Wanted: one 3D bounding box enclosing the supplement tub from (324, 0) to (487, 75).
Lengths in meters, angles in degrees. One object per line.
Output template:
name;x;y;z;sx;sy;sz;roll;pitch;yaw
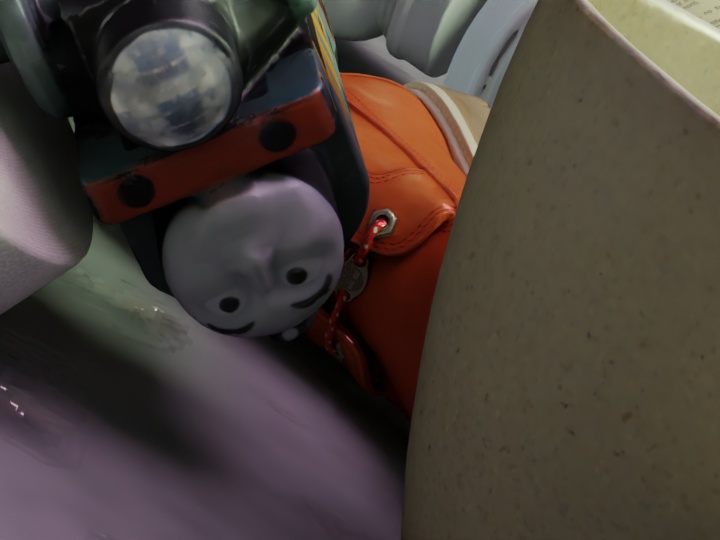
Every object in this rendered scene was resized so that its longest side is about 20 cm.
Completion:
supplement tub;-0.016;-0.187;1.167;0.199;0.145;0.145;36;13;10

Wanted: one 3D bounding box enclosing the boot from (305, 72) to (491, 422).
boot;0.000;0.000;0.764;0.107;0.075;0.200;14;20;-24

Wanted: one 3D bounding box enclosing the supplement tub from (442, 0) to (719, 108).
supplement tub;0.127;-0.016;0.927;0.145;0.145;0.200;21;18;-43

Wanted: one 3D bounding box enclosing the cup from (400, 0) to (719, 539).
cup;0.088;0.049;0.609;0.199;0.144;0.200;31;13;-8

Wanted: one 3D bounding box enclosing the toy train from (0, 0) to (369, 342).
toy train;-0.042;-0.065;0.686;0.200;0.085;0.114;-107;174;-60

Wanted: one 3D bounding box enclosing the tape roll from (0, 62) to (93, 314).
tape roll;-0.127;-0.076;0.612;0.203;0.037;0.203;56;8;-12
